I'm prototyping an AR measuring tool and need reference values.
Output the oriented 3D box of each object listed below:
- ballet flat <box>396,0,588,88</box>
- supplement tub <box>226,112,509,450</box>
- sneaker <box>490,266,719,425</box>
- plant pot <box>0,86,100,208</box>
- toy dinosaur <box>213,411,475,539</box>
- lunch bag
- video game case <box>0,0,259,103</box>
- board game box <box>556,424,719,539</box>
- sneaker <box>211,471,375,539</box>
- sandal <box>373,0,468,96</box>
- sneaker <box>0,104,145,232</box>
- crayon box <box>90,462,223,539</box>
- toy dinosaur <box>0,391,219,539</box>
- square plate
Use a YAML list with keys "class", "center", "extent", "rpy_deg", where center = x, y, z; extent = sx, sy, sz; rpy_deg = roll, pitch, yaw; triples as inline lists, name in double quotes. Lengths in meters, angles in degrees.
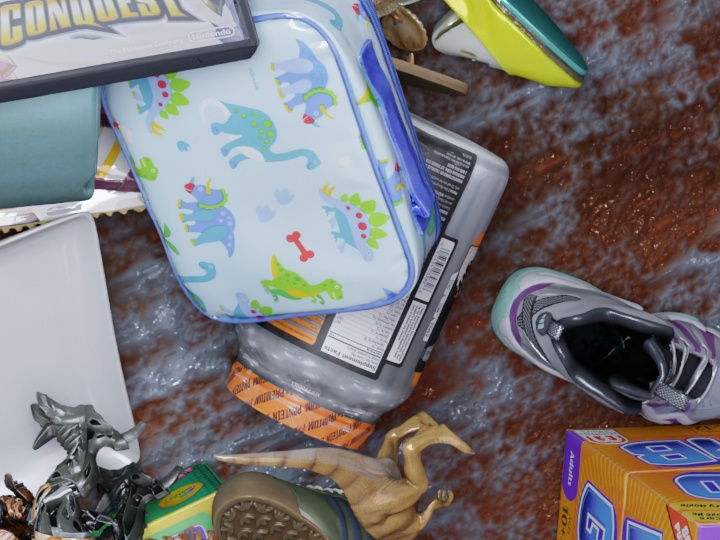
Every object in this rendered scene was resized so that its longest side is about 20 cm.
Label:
- class: "ballet flat"
  center: [0.057, -0.175, 1.637]
  extent: [0.067, 0.067, 0.200]
  rpy_deg: [-38, 112, 16]
- class: "supplement tub"
  center: [0.000, 0.000, 1.621]
  extent: [0.122, 0.122, 0.201]
  rpy_deg: [23, 96, -24]
- class: "sneaker"
  center: [0.190, 0.067, 1.698]
  extent: [0.199, 0.140, 0.078]
  rpy_deg: [17, 97, -23]
- class: "plant pot"
  center: [-0.243, -0.112, 1.442]
  extent: [0.194, 0.200, 0.202]
  rpy_deg: [-1, 105, -9]
- class: "toy dinosaur"
  center: [0.011, 0.129, 1.581]
  extent: [0.106, 0.060, 0.200]
  rpy_deg: [-48, 138, -5]
- class: "lunch bag"
  center: [-0.046, -0.069, 1.490]
  extent: [0.160, 0.083, 0.201]
  rpy_deg: [-8, 121, 24]
- class: "video game case"
  center: [-0.170, -0.181, 1.378]
  extent: [0.199, 0.026, 0.182]
  rpy_deg: [-12, 76, -20]
- class: "board game box"
  center: [0.254, 0.224, 1.732]
  extent: [0.198, 0.200, 0.202]
  rpy_deg: [-1, 104, -20]
- class: "sneaker"
  center: [-0.026, 0.171, 1.669]
  extent: [0.067, 0.090, 0.200]
  rpy_deg: [-29, 127, 23]
- class: "sandal"
  center: [-0.017, -0.163, 1.597]
  extent: [0.210, 0.077, 0.070]
  rpy_deg: [13, 89, -27]
- class: "sneaker"
  center: [-0.156, -0.084, 1.567]
  extent: [0.199, 0.075, 0.091]
  rpy_deg: [-14, 113, -18]
- class: "crayon box"
  center: [-0.161, 0.218, 1.653]
  extent: [0.199, 0.058, 0.120]
  rpy_deg: [-23, 111, -14]
- class: "toy dinosaur"
  center: [-0.169, 0.162, 1.564]
  extent: [0.198, 0.136, 0.102]
  rpy_deg: [12, 146, 14]
- class: "square plate"
  center: [-0.240, 0.068, 1.575]
  extent: [0.199, 0.028, 0.199]
  rpy_deg: [-19, 129, -15]
